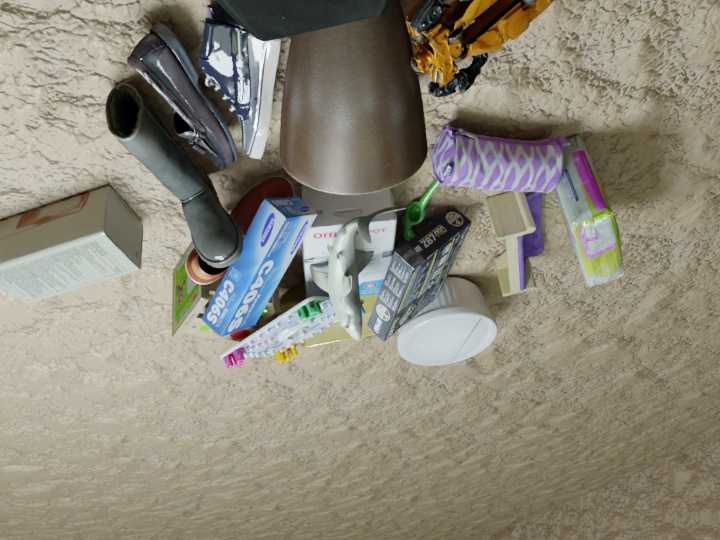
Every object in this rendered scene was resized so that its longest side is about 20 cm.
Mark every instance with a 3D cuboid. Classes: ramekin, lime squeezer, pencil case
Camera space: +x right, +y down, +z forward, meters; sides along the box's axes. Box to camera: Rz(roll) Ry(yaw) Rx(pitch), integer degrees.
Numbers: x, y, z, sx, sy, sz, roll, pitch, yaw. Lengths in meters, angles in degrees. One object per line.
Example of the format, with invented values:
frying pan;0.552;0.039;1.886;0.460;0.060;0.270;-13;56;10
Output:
ramekin;0.161;0.097;1.355;0.196;0.096;0.205;-7;146;-4
lime squeezer;0.101;-0.082;1.128;0.068;0.039;0.202;-5;145;-7
pencil case;0.197;-0.161;1.005;0.194;0.085;0.088;2;122;-20

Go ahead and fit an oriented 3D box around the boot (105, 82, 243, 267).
boot;-0.231;-0.116;0.878;0.072;0.183;0.201;-32;150;-7

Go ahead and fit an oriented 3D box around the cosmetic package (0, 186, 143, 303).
cosmetic package;-0.427;-0.035;1.012;0.194;0.089;0.104;-14;145;8

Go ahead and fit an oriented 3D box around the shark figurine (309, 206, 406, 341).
shark figurine;-0.004;-0.023;1.022;0.088;0.128;0.219;-17;136;-35

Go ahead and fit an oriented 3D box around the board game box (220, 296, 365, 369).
board game box;-0.106;0.106;1.170;0.197;0.026;0.199;-32;164;20

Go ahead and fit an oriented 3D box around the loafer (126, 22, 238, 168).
loafer;-0.213;-0.194;0.837;0.063;0.071;0.202;-44;143;-17

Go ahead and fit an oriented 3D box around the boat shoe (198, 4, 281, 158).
boat shoe;-0.148;-0.225;0.834;0.090;0.076;0.203;7;137;-10

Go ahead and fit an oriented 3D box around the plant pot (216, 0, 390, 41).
plant pot;-0.054;-0.325;0.607;0.194;0.205;0.178;-12;159;3

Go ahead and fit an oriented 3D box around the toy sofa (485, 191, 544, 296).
toy sofa;0.274;-0.046;1.186;0.095;0.085;0.202;-13;146;7

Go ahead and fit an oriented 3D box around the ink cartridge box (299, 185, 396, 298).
ink cartridge box;-0.023;-0.045;1.107;0.140;0.086;0.202;-6;146;-6

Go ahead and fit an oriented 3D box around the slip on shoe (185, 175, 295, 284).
slip on shoe;-0.165;-0.058;0.989;0.075;0.200;0.061;50;162;-14

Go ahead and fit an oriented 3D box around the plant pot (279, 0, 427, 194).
plant pot;-0.012;-0.225;0.786;0.181;0.190;0.204;-7;132;-4

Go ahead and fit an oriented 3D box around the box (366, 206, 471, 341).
box;0.097;0.010;1.164;0.160;0.049;0.202;-38;159;-35

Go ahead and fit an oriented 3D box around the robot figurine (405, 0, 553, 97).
robot figurine;0.128;-0.283;0.755;0.198;0.058;0.146;-38;145;-6

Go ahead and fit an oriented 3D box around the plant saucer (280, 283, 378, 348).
plant saucer;-0.042;0.068;1.292;0.194;0.050;0.201;-11;150;5

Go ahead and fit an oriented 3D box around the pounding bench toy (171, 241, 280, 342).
pounding bench toy;-0.194;0.018;1.117;0.153;0.127;0.200;13;140;-31

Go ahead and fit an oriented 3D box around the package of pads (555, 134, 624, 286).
package of pads;0.351;-0.084;1.084;0.067;0.158;0.200;-19;146;15

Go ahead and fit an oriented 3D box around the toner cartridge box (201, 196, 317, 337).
toner cartridge box;-0.142;-0.006;0.981;0.203;0.043;0.095;-59;165;20
